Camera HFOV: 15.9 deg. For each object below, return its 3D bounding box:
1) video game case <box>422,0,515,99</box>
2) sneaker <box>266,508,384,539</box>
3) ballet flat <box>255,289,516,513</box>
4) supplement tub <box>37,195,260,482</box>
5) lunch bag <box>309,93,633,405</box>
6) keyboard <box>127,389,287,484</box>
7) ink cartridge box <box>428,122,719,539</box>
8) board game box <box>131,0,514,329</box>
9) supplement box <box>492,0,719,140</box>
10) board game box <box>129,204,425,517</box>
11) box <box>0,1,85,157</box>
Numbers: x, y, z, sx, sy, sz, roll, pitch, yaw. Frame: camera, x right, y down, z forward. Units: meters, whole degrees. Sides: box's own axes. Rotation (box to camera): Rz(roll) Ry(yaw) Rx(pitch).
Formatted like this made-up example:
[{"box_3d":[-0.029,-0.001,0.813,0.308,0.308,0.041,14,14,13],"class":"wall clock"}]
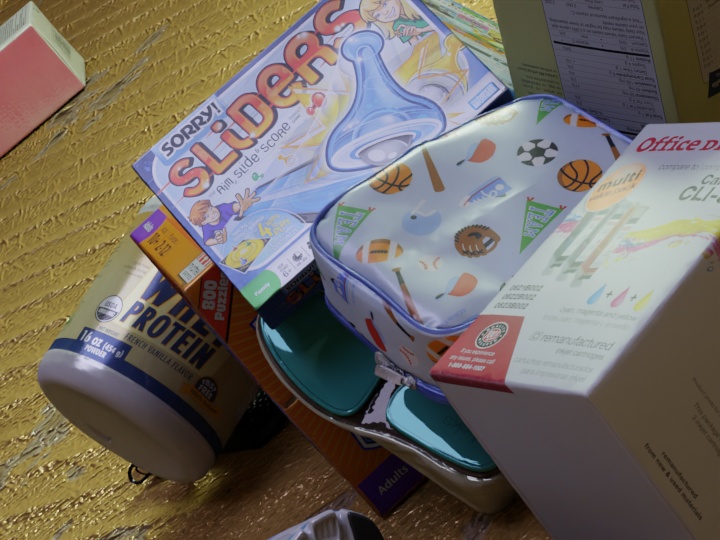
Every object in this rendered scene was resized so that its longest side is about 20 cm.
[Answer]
[{"box_3d":[0.090,-0.158,1.898,0.018,0.142,0.200,-64,-6,17],"class":"video game case"},{"box_3d":[-0.073,0.218,1.572,0.199,0.075,0.087,-37,10,-10],"class":"sneaker"},{"box_3d":[0.019,0.080,1.547,0.200,0.070,0.069,35,72,28],"class":"ballet flat"},{"box_3d":[-0.123,0.034,1.849,0.201,0.144,0.144,-58,23,-19],"class":"supplement tub"},{"box_3d":[0.078,-0.010,1.458,0.199,0.076,0.160,-33,45,-21],"class":"lunch bag"},{"box_3d":[-0.118,0.109,1.937,0.199,0.040,0.104,-14,32,55],"class":"keyboard"},{"box_3d":[0.171,0.038,1.345,0.200,0.145,0.145,-47,24,-21],"class":"ink cartridge box"},{"box_3d":[-0.022,-0.079,1.557,0.200,0.034,0.135,-42,62,-3],"class":"board game box"},{"box_3d":[0.192,-0.177,1.549,0.134,0.201,0.200,15,41,44],"class":"supplement box"},{"box_3d":[0.000,0.000,1.694,0.200,0.200,0.200,-42,18,-4],"class":"board game box"},{"box_3d":[-0.452,-0.223,3.235,0.200,0.109,0.128,-39,19,7],"class":"box"}]
